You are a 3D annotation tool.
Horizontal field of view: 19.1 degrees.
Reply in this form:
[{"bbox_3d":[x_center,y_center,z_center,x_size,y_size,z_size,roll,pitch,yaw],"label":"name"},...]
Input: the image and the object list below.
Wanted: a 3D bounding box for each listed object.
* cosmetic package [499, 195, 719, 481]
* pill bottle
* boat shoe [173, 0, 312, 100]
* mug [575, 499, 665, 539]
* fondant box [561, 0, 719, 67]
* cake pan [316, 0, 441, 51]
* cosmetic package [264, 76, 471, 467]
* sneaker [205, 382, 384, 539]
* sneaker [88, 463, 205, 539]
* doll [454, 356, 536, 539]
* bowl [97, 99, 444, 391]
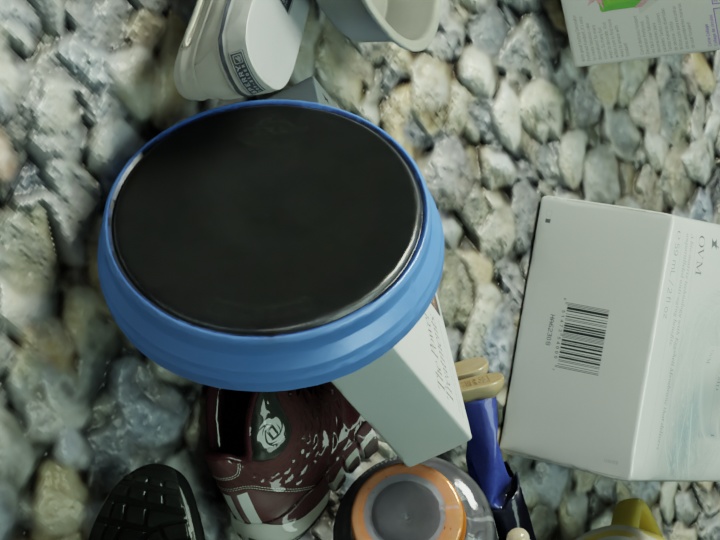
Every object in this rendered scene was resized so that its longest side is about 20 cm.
[{"bbox_3d":[0.226,0.057,1.667,0.200,0.122,0.201,7,93,-54],"label":"cosmetic package"},{"bbox_3d":[0.038,0.183,1.406,0.200,0.106,0.107,70,40,-70],"label":"pill bottle"},{"bbox_3d":[-0.063,-0.172,1.282,0.072,0.065,0.201,56,34,-39],"label":"boat shoe"},{"bbox_3d":[0.209,0.278,1.702,0.149,0.187,0.154,-31,118,-6],"label":"mug"},{"bbox_3d":[0.241,-0.233,1.550,0.058,0.199,0.145,-71,150,-54],"label":"fondant box"},{"bbox_3d":[-0.004,-0.227,1.308,0.200,0.037,0.201,-14,90,-69],"label":"cake pan"},{"bbox_3d":[0.000,0.000,1.327,0.151,0.052,0.201,47,22,-45],"label":"cosmetic package"},{"bbox_3d":[-0.030,0.072,1.377,0.200,0.075,0.116,-54,133,-29],"label":"sneaker"},{"bbox_3d":[-0.114,0.202,1.316,0.088,0.075,0.201,-39,132,-59],"label":"sneaker"},{"bbox_3d":[0.101,0.169,1.537,0.048,0.136,0.201,-17,105,-8],"label":"doll"},{"bbox_3d":[-0.052,-0.021,1.219,0.201,0.200,0.039,-50,154,-33],"label":"bowl"}]
